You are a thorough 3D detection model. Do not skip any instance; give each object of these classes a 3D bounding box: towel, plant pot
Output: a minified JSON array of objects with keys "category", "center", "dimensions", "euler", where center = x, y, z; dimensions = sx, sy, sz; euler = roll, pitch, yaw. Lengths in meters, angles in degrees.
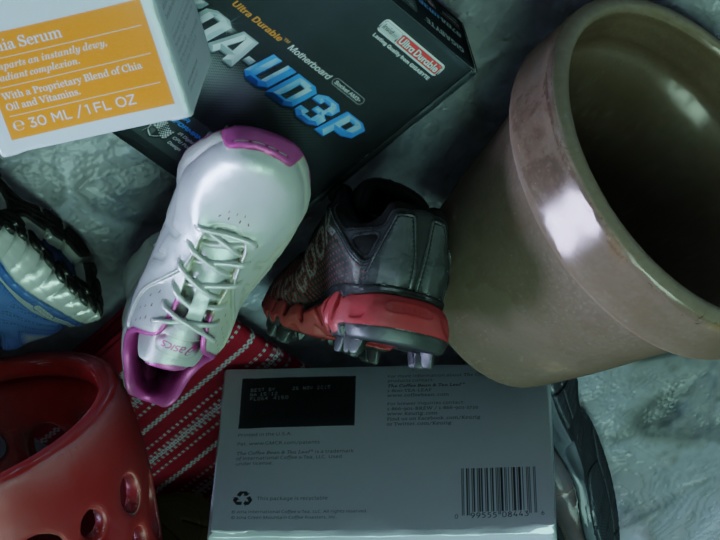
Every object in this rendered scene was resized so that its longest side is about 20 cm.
[{"category":"towel","center":[-0.096,0.090,1.287],"dimensions":[0.144,0.023,0.200],"euler":[-39,128,22]},{"category":"plant pot","center":[-0.203,0.168,1.171],"dimensions":[0.199,0.201,0.184],"euler":[-14,109,1]},{"category":"plant pot","center":[0.125,-0.020,1.143],"dimensions":[0.199,0.202,0.174],"euler":[24,139,-30]}]

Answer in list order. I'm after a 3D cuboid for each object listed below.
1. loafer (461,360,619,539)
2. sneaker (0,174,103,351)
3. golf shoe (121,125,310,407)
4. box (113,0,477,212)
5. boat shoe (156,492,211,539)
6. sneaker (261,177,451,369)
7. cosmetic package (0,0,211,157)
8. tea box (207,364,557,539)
[{"category":"loafer","center":[0.118,0.120,1.341],"dimensions":[0.062,0.072,0.201],"euler":[-6,129,20]},{"category":"sneaker","center":[-0.226,-0.016,1.125],"dimensions":[0.089,0.079,0.200],"euler":[-32,131,13]},{"category":"golf shoe","center":[-0.079,0.002,1.107],"dimensions":[0.075,0.092,0.200],"euler":[18,145,-11]},{"category":"box","center":[-0.062,-0.121,1.088],"dimensions":[0.159,0.046,0.200],"euler":[-38,128,22]},{"category":"boat shoe","center":[-0.173,0.192,1.319],"dimensions":[0.198,0.074,0.065],"euler":[-10,145,16]},{"category":"sneaker","center":[0.000,0.000,1.153],"dimensions":[0.070,0.200,0.099],"euler":[12,85,-18]},{"category":"cosmetic package","center":[-0.147,-0.163,0.972],"dimensions":[0.101,0.071,0.201],"euler":[-12,117,11]},{"category":"tea box","center":[0.018,0.170,1.259],"dimensions":[0.198,0.134,0.198],"euler":[-2,133,4]}]
